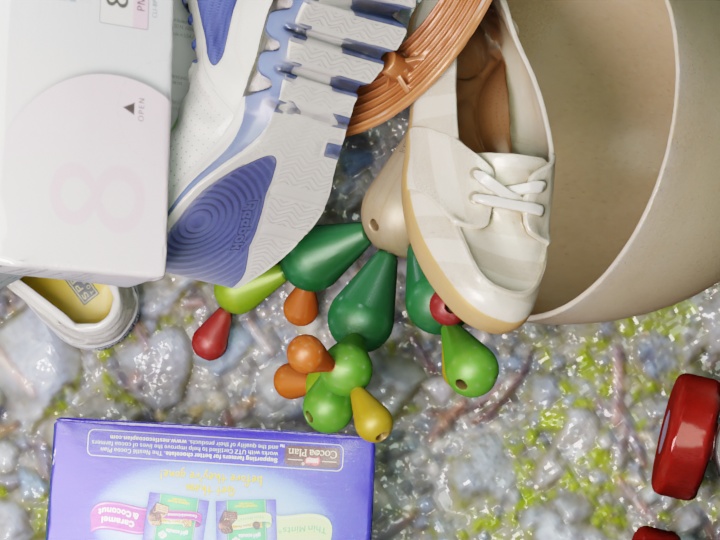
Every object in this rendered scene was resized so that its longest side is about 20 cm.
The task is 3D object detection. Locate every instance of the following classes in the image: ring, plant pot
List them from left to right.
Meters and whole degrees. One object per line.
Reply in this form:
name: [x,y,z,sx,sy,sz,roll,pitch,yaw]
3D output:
ring: [0.009,-0.164,1.515,0.019,0.200,0.202,26,83,-34]
plant pot: [0.145,-0.063,1.512,0.134,0.200,0.202,12,83,-34]

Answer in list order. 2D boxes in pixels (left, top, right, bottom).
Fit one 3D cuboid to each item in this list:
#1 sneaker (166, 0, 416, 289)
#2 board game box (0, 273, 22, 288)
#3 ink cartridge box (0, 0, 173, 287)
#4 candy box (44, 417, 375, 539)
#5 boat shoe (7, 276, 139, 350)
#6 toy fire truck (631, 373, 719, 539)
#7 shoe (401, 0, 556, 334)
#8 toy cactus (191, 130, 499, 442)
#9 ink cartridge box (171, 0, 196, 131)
sneaker: [-0.055,-0.097,1.487,0.080,0.115,0.200,18,111,-38]
board game box: [-0.272,-0.029,1.504,0.199,0.064,0.148,-26,84,30]
ink cartridge box: [-0.187,-0.082,1.410,0.199,0.057,0.164,7,78,-30]
candy box: [-0.081,0.182,1.524,0.168,0.077,0.202,4,83,-1]
boat shoe: [-0.193,-0.041,1.542,0.074,0.086,0.202,-39,86,-4]
toy fire truck: [0.200,0.128,1.485,0.111,0.168,0.201,15,84,1]
shoe: [0.057,-0.065,1.457,0.069,0.053,0.201,6,58,-22]
toy cactus: [0.000,0.000,1.507,0.102,0.199,0.166,30,80,-35]
ink cartridge box: [-0.111,-0.168,1.539,0.117,0.067,0.202,8,82,-42]
